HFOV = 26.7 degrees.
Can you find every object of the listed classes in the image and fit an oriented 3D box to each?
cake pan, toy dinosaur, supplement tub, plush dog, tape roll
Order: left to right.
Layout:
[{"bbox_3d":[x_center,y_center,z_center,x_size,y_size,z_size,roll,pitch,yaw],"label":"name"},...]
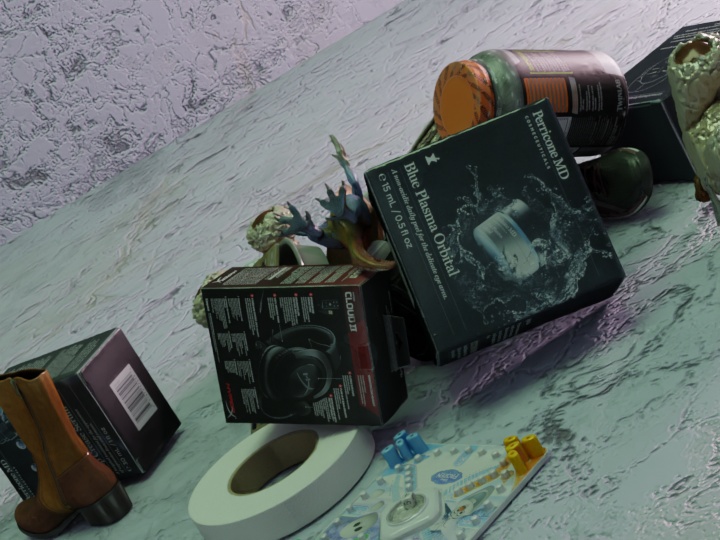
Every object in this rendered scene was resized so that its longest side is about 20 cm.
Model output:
[{"bbox_3d":[-0.104,0.047,1.904,0.200,0.160,0.172,-47,27,24],"label":"plush dog"},{"bbox_3d":[-0.080,0.206,1.534,0.202,0.037,0.203,-27,17,9],"label":"tape roll"},{"bbox_3d":[-0.054,0.062,1.666,0.037,0.201,0.200,-7,13,-14],"label":"cake pan"},{"bbox_3d":[-0.022,-0.037,1.563,0.105,0.200,0.181,-37,-23,11],"label":"toy dinosaur"},{"bbox_3d":[0.189,-0.186,1.691,0.199,0.123,0.122,-3,3,-30],"label":"supplement tub"},{"bbox_3d":[0.422,-0.146,1.545,0.171,0.161,0.200,-17,48,0],"label":"plush dog"}]

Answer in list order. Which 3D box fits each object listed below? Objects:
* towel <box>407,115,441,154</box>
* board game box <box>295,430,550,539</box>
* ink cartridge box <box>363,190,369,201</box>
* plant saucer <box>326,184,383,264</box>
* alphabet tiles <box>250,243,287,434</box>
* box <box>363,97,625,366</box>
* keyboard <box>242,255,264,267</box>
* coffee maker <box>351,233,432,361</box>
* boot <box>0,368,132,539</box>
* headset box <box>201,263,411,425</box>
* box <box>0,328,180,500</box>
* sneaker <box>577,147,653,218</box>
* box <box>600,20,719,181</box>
[{"bbox_3d":[0.110,-0.133,1.790,0.034,0.132,0.200,39,100,34],"label":"towel"},{"bbox_3d":[0.041,0.211,1.341,0.200,0.026,0.200,-42,21,-32],"label":"board game box"},{"bbox_3d":[0.060,-0.089,1.966,0.147,0.086,0.200,-37,1,-19],"label":"ink cartridge box"},{"bbox_3d":[0.000,0.000,1.746,0.035,0.201,0.200,-1,25,13],"label":"plant saucer"},{"bbox_3d":[-0.107,0.078,1.700,0.006,0.201,0.166,4,-16,-18],"label":"alphabet tiles"},{"bbox_3d":[0.130,-0.036,1.502,0.199,0.197,0.117,-22,-10,-1],"label":"box"},{"bbox_3d":[-0.101,0.068,1.799,0.056,0.011,0.201,-28,57,23],"label":"keyboard"},{"bbox_3d":[0.098,-0.011,1.643,0.191,0.135,0.200,18,59,24],"label":"coffee maker"},{"bbox_3d":[-0.377,0.211,1.739,0.188,0.200,0.068,-12,25,46],"label":"boot"},{"bbox_3d":[-0.046,0.074,1.520,0.199,0.149,0.077,-3,17,24],"label":"headset box"},{"bbox_3d":[-0.349,0.180,1.841,0.199,0.149,0.107,-20,20,32],"label":"box"},{"bbox_3d":[0.234,-0.087,1.708,0.115,0.076,0.200,-8,-4,-26],"label":"sneaker"},{"bbox_3d":[0.385,-0.200,1.768,0.200,0.107,0.148,-38,19,-23],"label":"box"}]
